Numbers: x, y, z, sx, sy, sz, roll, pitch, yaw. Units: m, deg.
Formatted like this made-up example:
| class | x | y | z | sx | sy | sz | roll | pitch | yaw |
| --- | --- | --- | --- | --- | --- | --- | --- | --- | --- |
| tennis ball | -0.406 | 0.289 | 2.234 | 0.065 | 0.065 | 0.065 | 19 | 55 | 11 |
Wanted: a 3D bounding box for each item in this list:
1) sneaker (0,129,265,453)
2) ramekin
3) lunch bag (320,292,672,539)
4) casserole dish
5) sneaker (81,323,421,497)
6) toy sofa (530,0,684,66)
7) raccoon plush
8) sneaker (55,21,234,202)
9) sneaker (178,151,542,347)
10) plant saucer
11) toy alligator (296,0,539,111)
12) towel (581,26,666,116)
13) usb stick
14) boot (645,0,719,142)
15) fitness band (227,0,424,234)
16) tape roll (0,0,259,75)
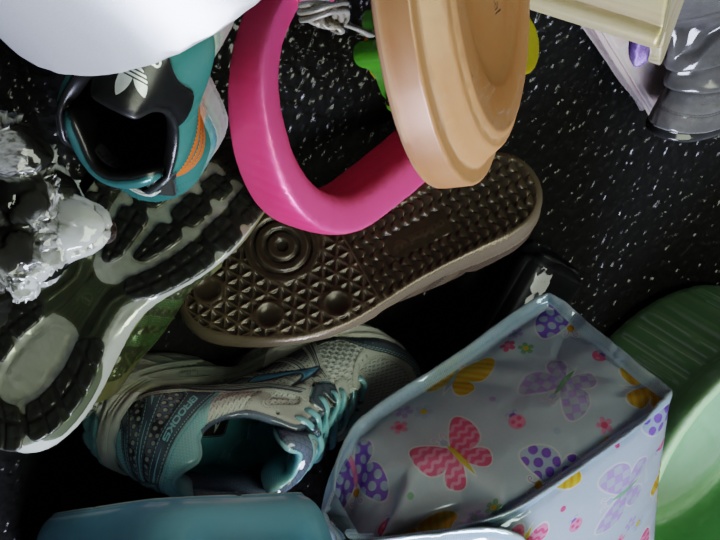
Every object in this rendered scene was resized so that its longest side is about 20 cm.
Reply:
| class | x | y | z | sx | sy | sz | roll | pitch | yaw |
| --- | --- | --- | --- | --- | --- | --- | --- | --- | --- |
| sneaker | -0.118 | 0.012 | 1.297 | 0.200 | 0.077 | 0.089 | -46 | 167 | -10 |
| ramekin | 0.210 | 0.107 | 1.589 | 0.199 | 0.098 | 0.201 | -20 | 126 | -30 |
| lunch bag | 0.063 | 0.141 | 1.411 | 0.199 | 0.127 | 0.170 | -30 | 143 | -25 |
| casserole dish | -0.091 | 0.134 | 1.313 | 0.120 | 0.200 | 0.039 | 1 | 81 | -29 |
| sneaker | -0.042 | 0.084 | 1.372 | 0.199 | 0.086 | 0.078 | -12 | 122 | -35 |
| toy sofa | 0.139 | -0.205 | 1.294 | 0.098 | 0.082 | 0.201 | 90 | 21 | -63 |
| raccoon plush | -0.206 | -0.045 | 1.183 | 0.199 | 0.134 | 0.097 | 28 | 90 | -6 |
| sneaker | -0.103 | -0.067 | 1.170 | 0.080 | 0.071 | 0.200 | -62 | 175 | -22 |
| sneaker | 0.000 | 0.000 | 1.369 | 0.199 | 0.071 | 0.076 | -17 | 165 | -11 |
| plant saucer | 0.042 | -0.136 | 1.130 | 0.200 | 0.032 | 0.202 | -1 | 90 | -74 |
| toy alligator | 0.030 | -0.094 | 1.243 | 0.200 | 0.059 | 0.055 | -3 | 89 | -58 |
| towel | 0.189 | -0.200 | 1.434 | 0.200 | 0.032 | 0.191 | -46 | 136 | -7 |
| usb stick | 0.060 | 0.075 | 1.492 | 0.055 | 0.033 | 0.201 | 24 | 99 | -52 |
| boot | 0.170 | -0.124 | 1.400 | 0.199 | 0.070 | 0.132 | -11 | 128 | -30 |
| fitness band | 0.007 | -0.103 | 1.300 | 0.200 | 0.037 | 0.144 | -40 | 129 | -43 |
| tape roll | -0.096 | -0.183 | 1.086 | 0.203 | 0.202 | 0.071 | -51 | 135 | -3 |
